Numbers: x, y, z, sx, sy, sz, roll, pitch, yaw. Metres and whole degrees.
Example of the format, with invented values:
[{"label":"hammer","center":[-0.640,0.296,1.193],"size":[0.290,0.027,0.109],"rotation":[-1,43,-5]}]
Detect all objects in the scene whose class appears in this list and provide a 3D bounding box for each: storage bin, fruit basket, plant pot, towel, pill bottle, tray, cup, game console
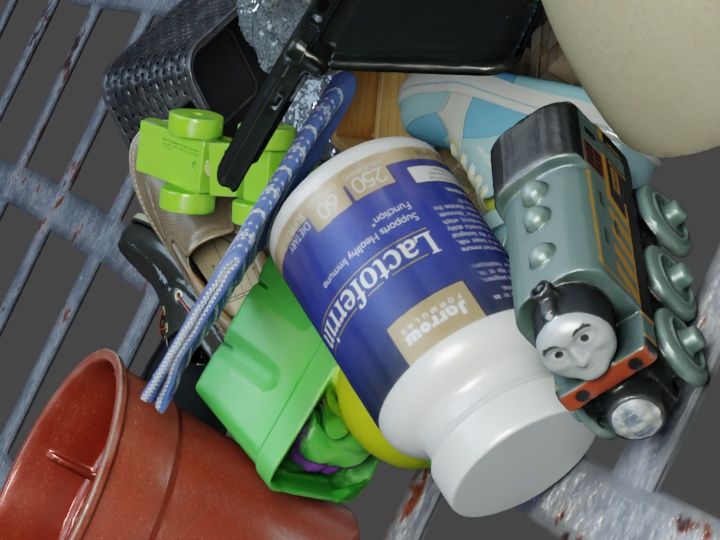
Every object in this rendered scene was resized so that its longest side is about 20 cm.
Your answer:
[{"label":"storage bin","center":[-0.085,-0.140,1.983],"size":[0.093,0.136,0.200],"rotation":[-10,26,38]},{"label":"fruit basket","center":[0.022,0.059,1.634],"size":[0.214,0.155,0.217],"rotation":[-4,80,24]},{"label":"plant pot","center":[-0.118,0.182,1.695],"size":[0.201,0.194,0.201],"rotation":[-51,22,31]},{"label":"towel","center":[-0.062,-0.019,1.577],"size":[0.145,0.024,0.200],"rotation":[-58,2,42]},{"label":"pill bottle","center":[0.042,0.032,1.486],"size":[0.116,0.115,0.200],"rotation":[-52,57,30]},{"label":"tray","center":[0.019,-0.167,1.694],"size":[0.099,0.037,0.201],"rotation":[-134,48,-67]},{"label":"cup","center":[0.167,-0.183,1.431],"size":[0.200,0.143,0.201],"rotation":[-34,33,26]},{"label":"game console","center":[0.023,-0.130,1.540],"size":[0.176,0.116,0.200],"rotation":[-58,3,37]}]

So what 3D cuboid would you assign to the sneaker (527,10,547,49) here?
[{"label":"sneaker","center":[0.089,-0.188,1.726],"size":[0.076,0.115,0.201],"rotation":[-119,34,-61]}]

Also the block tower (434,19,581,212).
[{"label":"block tower","center":[0.121,-0.113,1.665],"size":[0.200,0.054,0.058],"rotation":[-45,27,41]}]

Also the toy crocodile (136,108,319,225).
[{"label":"toy crocodile","center":[-0.081,-0.068,1.764],"size":[0.199,0.061,0.068],"rotation":[13,103,47]}]

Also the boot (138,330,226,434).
[{"label":"boot","center":[-0.096,0.033,1.998],"size":[0.168,0.076,0.201],"rotation":[-54,15,36]}]

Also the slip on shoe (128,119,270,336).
[{"label":"slip on shoe","center":[-0.102,-0.022,1.848],"size":[0.076,0.201,0.061],"rotation":[-28,-14,6]}]

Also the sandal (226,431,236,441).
[{"label":"sandal","center":[-0.063,0.131,1.801],"size":[0.201,0.080,0.058],"rotation":[-39,35,32]}]

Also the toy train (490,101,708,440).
[{"label":"toy train","center":[0.122,0.001,1.413],"size":[0.085,0.114,0.201],"rotation":[-33,32,24]}]

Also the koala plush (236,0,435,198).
[{"label":"koala plush","center":[-0.013,-0.130,1.832],"size":[0.184,0.176,0.202],"rotation":[48,-133,-81]}]

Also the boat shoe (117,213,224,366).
[{"label":"boat shoe","center":[-0.117,0.035,1.915],"size":[0.063,0.074,0.201],"rotation":[-39,61,-9]}]

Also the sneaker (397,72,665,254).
[{"label":"sneaker","center":[0.081,-0.047,1.578],"size":[0.199,0.079,0.131],"rotation":[13,80,46]}]
